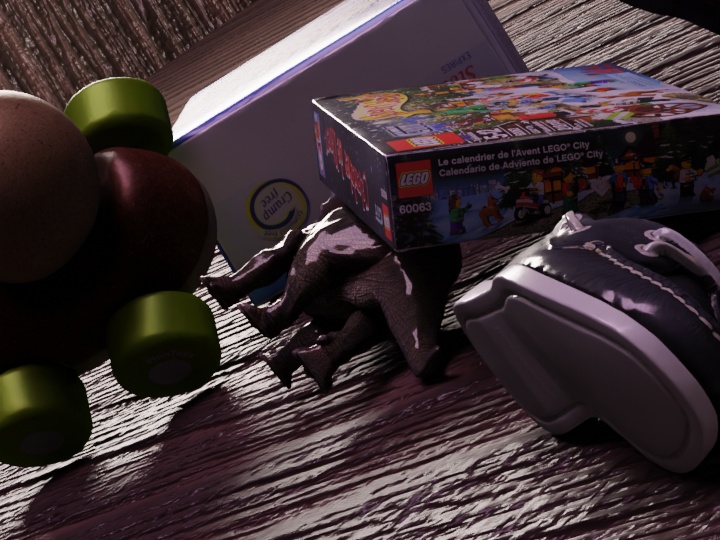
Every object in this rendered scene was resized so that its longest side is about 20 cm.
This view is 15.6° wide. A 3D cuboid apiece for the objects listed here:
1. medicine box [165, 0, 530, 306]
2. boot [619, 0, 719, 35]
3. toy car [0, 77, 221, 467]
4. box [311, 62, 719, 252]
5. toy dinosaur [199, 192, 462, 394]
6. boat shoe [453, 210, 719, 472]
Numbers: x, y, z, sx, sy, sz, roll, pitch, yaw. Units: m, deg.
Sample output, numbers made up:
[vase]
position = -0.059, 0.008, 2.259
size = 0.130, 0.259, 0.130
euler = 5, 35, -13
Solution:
[medicine box]
position = -0.001, -0.086, 1.442
size = 0.182, 0.103, 0.200
euler = -31, 9, 7
[boot]
position = 0.178, -0.167, 1.086
size = 0.174, 0.200, 0.069
euler = -46, -9, -31
[toy car]
position = -0.179, -0.028, 1.259
size = 0.158, 0.200, 0.164
euler = -29, 55, 20
[box]
position = 0.062, -0.049, 1.052
size = 0.136, 0.038, 0.200
euler = -7, 11, -8
[toy dinosaur]
position = 0.000, 0.000, 1.087
size = 0.102, 0.077, 0.200
euler = -41, 8, -11
[boat shoe]
position = 0.078, 0.012, 0.779
size = 0.060, 0.076, 0.200
euler = -39, 11, -7
